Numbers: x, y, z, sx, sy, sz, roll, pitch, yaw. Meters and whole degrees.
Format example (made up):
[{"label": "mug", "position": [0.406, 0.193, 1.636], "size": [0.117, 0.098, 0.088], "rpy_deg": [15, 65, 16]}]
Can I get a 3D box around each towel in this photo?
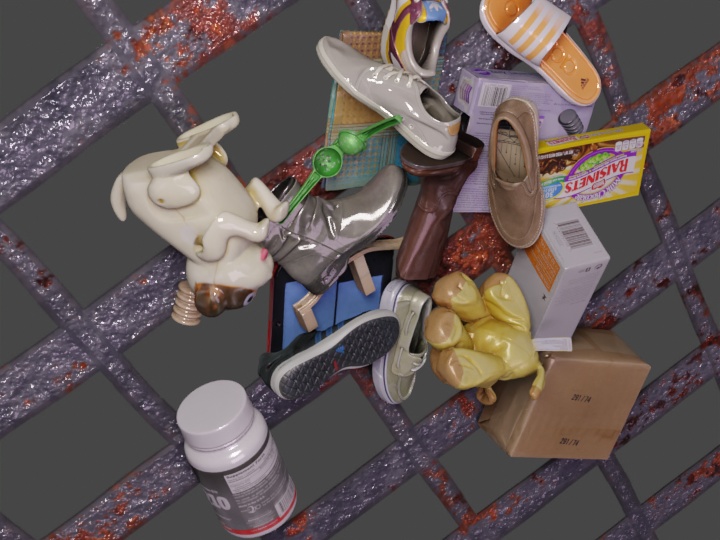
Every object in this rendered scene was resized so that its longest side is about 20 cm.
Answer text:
[{"label": "towel", "position": [0.027, -0.196, 1.378], "size": [0.146, 0.022, 0.201], "rpy_deg": [-5, 119, -24]}]

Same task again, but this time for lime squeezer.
[{"label": "lime squeezer", "position": [-0.026, -0.134, 1.298], "size": [0.200, 0.071, 0.038], "rpy_deg": [-37, 98, 27]}]

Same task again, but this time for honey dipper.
[{"label": "honey dipper", "position": [-0.191, -0.030, 1.360], "size": [0.038, 0.038, 0.201], "rpy_deg": [5, 112, -29]}]

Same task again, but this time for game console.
[{"label": "game console", "position": [-0.040, 0.052, 1.485], "size": [0.176, 0.031, 0.201], "rpy_deg": [-7, 121, -23]}]

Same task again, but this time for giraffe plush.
[{"label": "giraffe plush", "position": [0.160, 0.104, 1.521], "size": [0.199, 0.162, 0.173], "rpy_deg": [18, 68, -14]}]

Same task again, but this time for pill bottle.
[{"label": "pill bottle", "position": [-0.165, 0.249, 1.485], "size": [0.114, 0.114, 0.201], "rpy_deg": [-27, 126, -10]}]

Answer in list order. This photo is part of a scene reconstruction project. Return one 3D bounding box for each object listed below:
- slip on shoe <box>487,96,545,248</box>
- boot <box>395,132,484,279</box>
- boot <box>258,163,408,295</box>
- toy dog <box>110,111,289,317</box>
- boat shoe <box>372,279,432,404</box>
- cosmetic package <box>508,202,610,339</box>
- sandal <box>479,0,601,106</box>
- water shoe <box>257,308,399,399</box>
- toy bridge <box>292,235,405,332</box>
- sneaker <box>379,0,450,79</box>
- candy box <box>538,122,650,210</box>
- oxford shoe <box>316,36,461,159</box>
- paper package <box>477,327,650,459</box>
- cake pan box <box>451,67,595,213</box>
[{"label": "slip on shoe", "position": [0.192, -0.115, 1.402], "size": [0.061, 0.076, 0.201], "rpy_deg": [-47, 142, -53]}, {"label": "boot", "position": [0.073, -0.062, 1.362], "size": [0.186, 0.064, 0.201], "rpy_deg": [-18, 135, -56]}, {"label": "boot", "position": [-0.043, -0.074, 1.364], "size": [0.131, 0.068, 0.200], "rpy_deg": [39, 94, -28]}, {"label": "toy dog", "position": [-0.176, -0.045, 1.269], "size": [0.193, 0.140, 0.201], "rpy_deg": [-22, 110, 13]}, {"label": "boat shoe", "position": [0.059, 0.107, 1.530], "size": [0.072, 0.062, 0.201], "rpy_deg": [-36, 138, -40]}, {"label": "cosmetic package", "position": [0.259, 0.013, 1.525], "size": [0.071, 0.102, 0.200], "rpy_deg": [-13, 145, -18]}, {"label": "sandal", "position": [0.237, -0.282, 1.378], "size": [0.206, 0.059, 0.079], "rpy_deg": [36, 77, -23]}, {"label": "water shoe", "position": [-0.041, 0.093, 1.446], "size": [0.199, 0.079, 0.072], "rpy_deg": [-25, 125, -29]}, {"label": "toy bridge", "position": [0.000, 0.000, 1.446], "size": [0.200, 0.027, 0.067], "rpy_deg": [-32, 128, -14]}, {"label": "sneaker", "position": [0.071, -0.319, 1.273], "size": [0.075, 0.090, 0.201], "rpy_deg": [-9, 113, -23]}, {"label": "candy box", "position": [0.290, -0.132, 1.485], "size": [0.199, 0.026, 0.103], "rpy_deg": [-12, 127, -21]}, {"label": "oxford shoe", "position": [0.037, -0.208, 1.272], "size": [0.075, 0.200, 0.058], "rpy_deg": [-41, 169, -52]}, {"label": "paper package", "position": [0.305, 0.185, 1.691], "size": [0.199, 0.104, 0.191], "rpy_deg": [5, 117, -30]}, {"label": "cake pan box", "position": [0.198, -0.166, 1.464], "size": [0.199, 0.052, 0.185], "rpy_deg": [-2, 117, -26]}]
